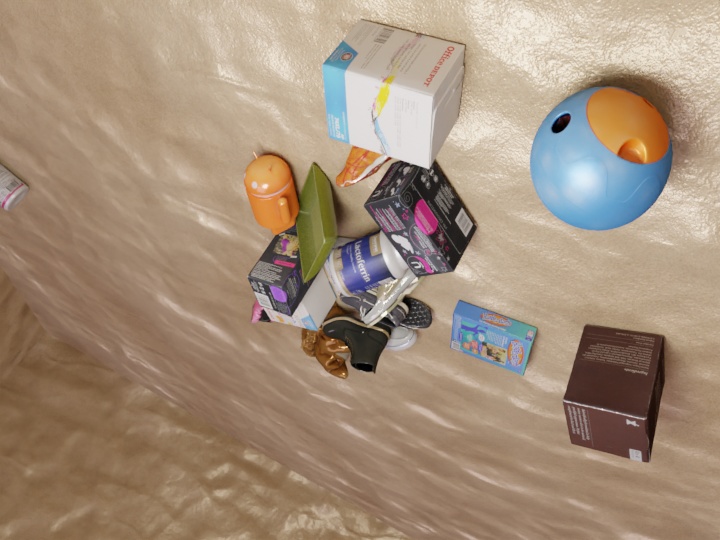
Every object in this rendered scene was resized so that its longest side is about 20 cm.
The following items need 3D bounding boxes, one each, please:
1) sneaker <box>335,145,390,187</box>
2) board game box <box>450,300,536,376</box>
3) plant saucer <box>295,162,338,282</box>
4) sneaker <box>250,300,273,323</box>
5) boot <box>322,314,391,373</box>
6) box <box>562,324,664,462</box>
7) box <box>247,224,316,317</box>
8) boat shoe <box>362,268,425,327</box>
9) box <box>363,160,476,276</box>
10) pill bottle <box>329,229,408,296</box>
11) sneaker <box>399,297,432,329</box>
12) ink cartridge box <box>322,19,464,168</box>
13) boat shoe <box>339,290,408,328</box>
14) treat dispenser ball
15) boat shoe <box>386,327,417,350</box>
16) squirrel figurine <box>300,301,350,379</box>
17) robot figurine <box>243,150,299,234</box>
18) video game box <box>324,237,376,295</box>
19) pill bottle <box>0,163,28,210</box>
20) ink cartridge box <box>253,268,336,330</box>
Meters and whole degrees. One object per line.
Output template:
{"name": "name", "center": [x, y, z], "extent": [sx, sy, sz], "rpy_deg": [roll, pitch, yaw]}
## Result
{"name": "sneaker", "center": [0.007, -0.231, 1.238], "extent": [0.199, 0.072, 0.078], "rpy_deg": [-31, 91, 50]}
{"name": "board game box", "center": [0.319, 0.166, 1.481], "extent": [0.195, 0.045, 0.154], "rpy_deg": [20, 144, 19]}
{"name": "plant saucer", "center": [-0.099, -0.105, 1.400], "extent": [0.046, 0.205, 0.201], "rpy_deg": [-1, 154, -19]}
{"name": "sneaker", "center": [-0.281, 0.113, 1.910], "extent": [0.093, 0.081, 0.200], "rpy_deg": [16, 151, -17]}
{"name": "boot", "center": [-0.029, 0.196, 1.604], "extent": [0.194, 0.140, 0.079], "rpy_deg": [0, 135, 25]}
{"name": "box", "center": [0.532, 0.251, 1.269], "extent": [0.160, 0.202, 0.168], "rpy_deg": [7, 139, 33]}
{"name": "box", "center": [-0.181, -0.008, 1.536], "extent": [0.103, 0.202, 0.124], "rpy_deg": [16, 144, 22]}
{"name": "boat shoe", "center": [0.071, 0.049, 1.452], "extent": [0.068, 0.075, 0.200], "rpy_deg": [45, 101, -1]}
{"name": "box", "center": [0.122, -0.109, 1.220], "extent": [0.113, 0.134, 0.201], "rpy_deg": [-7, 130, 48]}
{"name": "pill bottle", "center": [0.037, -0.026, 1.364], "extent": [0.195, 0.117, 0.117], "rpy_deg": [-21, 125, 22]}
{"name": "sneaker", "center": [0.106, 0.111, 1.593], "extent": [0.195, 0.074, 0.083], "rpy_deg": [12, 166, 30]}
{"name": "ink cartridge box", "center": [0.057, -0.297, 1.021], "extent": [0.195, 0.148, 0.148], "rpy_deg": [21, 145, 18]}
{"name": "boat shoe", "center": [0.023, 0.095, 1.543], "extent": [0.195, 0.064, 0.074], "rpy_deg": [14, 147, 26]}
{"name": "treat dispenser ball", "center": [0.350, -0.163, 0.896], "extent": [0.196, 0.203, 0.204], "rpy_deg": [21, 146, 15]}
{"name": "boat shoe", "center": [0.065, 0.170, 1.674], "extent": [0.196, 0.075, 0.066], "rpy_deg": [-2, 139, 40]}
{"name": "squirrel figurine", "center": [-0.099, 0.182, 1.775], "extent": [0.195, 0.143, 0.190], "rpy_deg": [15, 137, 20]}
{"name": "robot figurine", "center": [-0.208, -0.181, 1.419], "extent": [0.113, 0.147, 0.203], "rpy_deg": [0, 138, 9]}
{"name": "video game box", "center": [0.000, 0.000, 1.539], "extent": [0.195, 0.047, 0.184], "rpy_deg": [9, 142, 32]}
{"name": "pill bottle", "center": [-1.296, -0.321, 2.157], "extent": [0.199, 0.115, 0.113], "rpy_deg": [42, 146, -14]}
{"name": "ink cartridge box", "center": [-0.191, 0.066, 1.709], "extent": [0.195, 0.127, 0.130], "rpy_deg": [7, 140, 32]}
